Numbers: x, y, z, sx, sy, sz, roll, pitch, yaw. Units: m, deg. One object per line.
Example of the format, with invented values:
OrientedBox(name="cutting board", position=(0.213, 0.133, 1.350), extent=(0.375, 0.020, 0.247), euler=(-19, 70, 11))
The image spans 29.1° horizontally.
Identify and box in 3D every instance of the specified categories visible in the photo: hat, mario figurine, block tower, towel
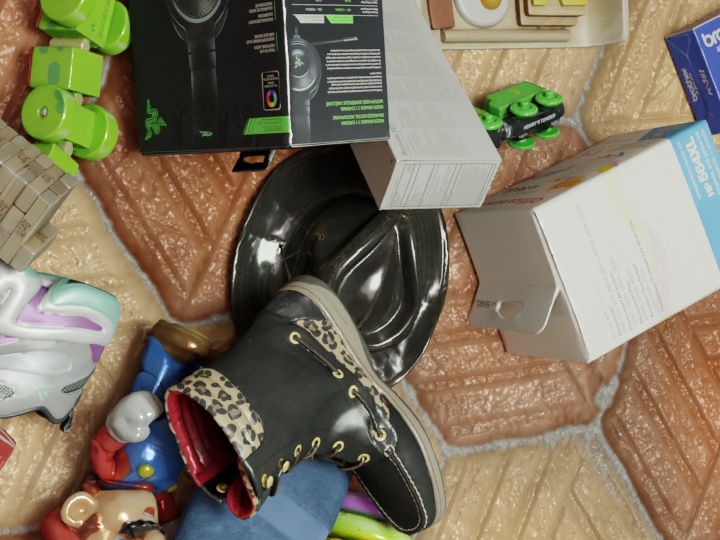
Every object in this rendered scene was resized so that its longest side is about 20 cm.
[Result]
OrientedBox(name="hat", position=(0.000, 0.000, 1.035), extent=(0.198, 0.081, 0.203), euler=(0, 89, -23))
OrientedBox(name="mario figurine", position=(-0.139, 0.145, 0.961), extent=(0.123, 0.106, 0.202), euler=(30, 77, -23))
OrientedBox(name="block tower", position=(-0.274, -0.088, 0.894), extent=(0.200, 0.054, 0.058), euler=(40, 110, -6))
OrientedBox(name="towel", position=(-0.068, 0.164, 0.984), extent=(0.112, 0.048, 0.201), euler=(44, 53, -28))

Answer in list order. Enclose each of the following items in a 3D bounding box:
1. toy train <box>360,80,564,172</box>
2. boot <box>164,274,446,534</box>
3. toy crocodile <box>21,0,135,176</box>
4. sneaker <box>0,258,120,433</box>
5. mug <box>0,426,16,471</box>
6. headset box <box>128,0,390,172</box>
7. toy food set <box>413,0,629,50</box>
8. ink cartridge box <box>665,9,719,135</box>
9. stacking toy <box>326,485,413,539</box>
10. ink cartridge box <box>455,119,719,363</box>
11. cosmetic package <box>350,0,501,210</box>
OrientedBox(name="toy train", position=(0.079, -0.103, 1.066), extent=(0.199, 0.056, 0.042), euler=(-24, 129, -36))
OrientedBox(name="boot", position=(-0.035, 0.120, 0.941), extent=(0.150, 0.073, 0.202), euler=(-36, 101, -44))
OrientedBox(name="toy crocodile", position=(-0.203, -0.143, 0.959), extent=(0.067, 0.061, 0.203), euler=(20, 78, -65))
OrientedBox(name="sneaker", position=(-0.268, 0.051, 0.917), extent=(0.198, 0.078, 0.141), euler=(23, 81, -21))
OrientedBox(name="mug", position=(-0.329, 0.099, 0.825), extent=(0.200, 0.133, 0.178), euler=(41, 62, -12))
OrientedBox(name="headset box", position=(-0.073, -0.168, 0.937), extent=(0.092, 0.173, 0.203), euler=(-9, 99, -42))
OrientedBox(name="toy food set", position=(0.124, -0.252, 1.102), extent=(0.198, 0.060, 0.146), euler=(-4, 92, -24))
OrientedBox(name="ink cartridge box", position=(0.368, -0.201, 1.221), extent=(0.199, 0.044, 0.095), euler=(-27, 99, -21))
OrientedBox(name="stacking toy", position=(0.005, 0.203, 1.037), extent=(0.116, 0.109, 0.202), euler=(32, 66, -37))
OrientedBox(name="ink cartridge box", position=(0.182, -0.019, 1.091), extent=(0.199, 0.128, 0.127), euler=(-26, 100, -22))
OrientedBox(name="cosmetic package", position=(0.023, -0.129, 0.998), extent=(0.082, 0.051, 0.201), euler=(-1, 46, -25))
